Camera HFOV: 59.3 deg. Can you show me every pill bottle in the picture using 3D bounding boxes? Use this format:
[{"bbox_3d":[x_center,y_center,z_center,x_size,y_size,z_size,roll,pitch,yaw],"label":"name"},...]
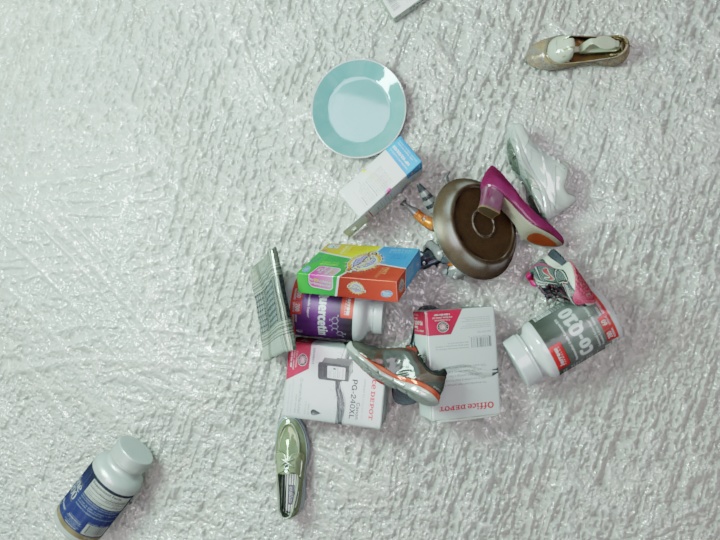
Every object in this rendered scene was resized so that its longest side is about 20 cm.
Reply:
[{"bbox_3d":[0.376,0.127,1.186,0.198,0.114,0.115,-32,85,4],"label":"pill bottle"},{"bbox_3d":[-0.051,0.076,1.237,0.195,0.112,0.115,5,89,7],"label":"pill bottle"},{"bbox_3d":[-0.514,0.439,1.278,0.111,0.111,0.201,40,92,6],"label":"pill bottle"}]

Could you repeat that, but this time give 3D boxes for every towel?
[{"bbox_3d":[-0.176,0.070,1.213,0.034,0.200,0.197,-9,82,-22],"label":"towel"}]

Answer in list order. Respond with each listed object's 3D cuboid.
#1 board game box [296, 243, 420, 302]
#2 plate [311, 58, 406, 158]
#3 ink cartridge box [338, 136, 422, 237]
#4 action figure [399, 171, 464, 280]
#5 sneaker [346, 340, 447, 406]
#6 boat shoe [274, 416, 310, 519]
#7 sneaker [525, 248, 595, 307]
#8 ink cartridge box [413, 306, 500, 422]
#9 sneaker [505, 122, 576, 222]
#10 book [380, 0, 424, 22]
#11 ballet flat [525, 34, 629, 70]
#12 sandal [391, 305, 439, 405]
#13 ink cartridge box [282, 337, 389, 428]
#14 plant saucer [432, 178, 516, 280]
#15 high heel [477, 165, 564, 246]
[{"bbox_3d":[0.000,0.000,1.192,0.196,0.153,0.041,4,116,21],"label":"board game box"},{"bbox_3d":[-0.003,-0.327,1.290,0.195,0.026,0.205,0,87,6],"label":"plate"},{"bbox_3d":[0.027,-0.159,1.235,0.199,0.115,0.068,-42,84,3],"label":"ink cartridge box"},{"bbox_3d":[0.143,-0.064,1.227,0.197,0.105,0.196,-28,80,6],"label":"action figure"},{"bbox_3d":[0.068,0.168,1.147,0.197,0.077,0.083,27,70,17],"label":"sneaker"},{"bbox_3d":[-0.137,0.391,1.261,0.070,0.062,0.205,-4,87,6],"label":"boat shoe"},{"bbox_3d":[0.365,0.028,1.154,0.074,0.200,0.081,-36,102,7],"label":"sneaker"},{"bbox_3d":[0.182,0.174,1.203,0.142,0.083,0.205,-2,88,-15],"label":"ink cartridge box"},{"bbox_3d":[0.352,-0.200,1.228,0.098,0.078,0.203,-26,94,-2],"label":"sneaker"},{"bbox_3d":[0.116,-0.619,1.277,0.198,0.048,0.135,-32,87,6],"label":"book"},{"bbox_3d":[0.422,-0.431,1.224,0.195,0.067,0.070,-3,87,7],"label":"ballet flat"},{"bbox_3d":[0.117,0.171,1.254,0.075,0.043,0.204,22,81,-6],"label":"sandal"},{"bbox_3d":[-0.043,0.217,1.238,0.195,0.083,0.149,6,88,7],"label":"ink cartridge box"},{"bbox_3d":[0.225,-0.084,1.195,0.196,0.032,0.205,10,71,-28],"label":"plant saucer"},{"bbox_3d":[0.313,-0.120,1.198,0.197,0.067,0.098,27,67,-20],"label":"high heel"}]
